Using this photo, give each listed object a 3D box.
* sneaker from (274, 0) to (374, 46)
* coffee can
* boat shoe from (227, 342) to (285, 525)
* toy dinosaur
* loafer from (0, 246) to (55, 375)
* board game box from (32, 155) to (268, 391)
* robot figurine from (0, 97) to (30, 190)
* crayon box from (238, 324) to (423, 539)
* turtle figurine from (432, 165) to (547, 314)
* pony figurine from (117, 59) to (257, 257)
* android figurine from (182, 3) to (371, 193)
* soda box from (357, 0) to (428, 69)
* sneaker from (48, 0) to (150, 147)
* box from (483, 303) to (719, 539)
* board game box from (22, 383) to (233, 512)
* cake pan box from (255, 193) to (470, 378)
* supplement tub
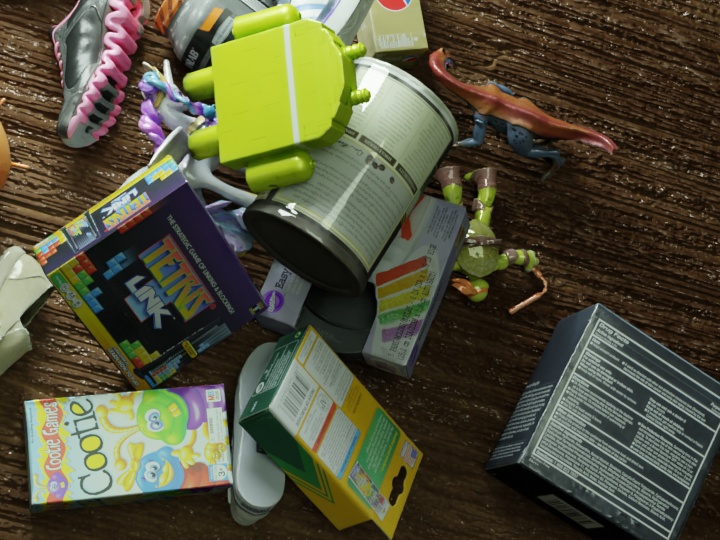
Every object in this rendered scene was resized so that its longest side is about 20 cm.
[{"bbox_3d":[-0.077,-0.274,1.528,0.145,0.081,0.202,27,76,11],"label":"sneaker"},{"bbox_3d":[-0.009,-0.096,1.516,0.146,0.146,0.201,34,73,-4],"label":"coffee can"},{"bbox_3d":[-0.106,0.172,1.539,0.070,0.070,0.202,14,53,-16],"label":"boat shoe"},{"bbox_3d":[0.164,-0.191,1.653,0.181,0.198,0.106,39,51,-35],"label":"toy dinosaur"},{"bbox_3d":[-0.369,0.073,1.494,0.068,0.076,0.202,22,73,-2],"label":"loafer"},{"bbox_3d":[-0.206,0.009,1.478,0.164,0.201,0.057,-34,44,-4],"label":"board game box"},{"bbox_3d":[-0.444,-0.112,1.496,0.198,0.118,0.144,-19,40,-17],"label":"robot figurine"},{"bbox_3d":[-0.028,0.173,1.519,0.200,0.051,0.126,49,39,-20],"label":"crayon box"},{"bbox_3d":[0.115,-0.033,1.642,0.197,0.064,0.164,-3,78,-14],"label":"turtle figurine"},{"bbox_3d":[-0.182,-0.105,1.555,0.199,0.166,0.195,35,60,-16],"label":"pony figurine"},{"bbox_3d":[-0.082,-0.173,1.446,0.198,0.041,0.185,-13,76,23],"label":"android figurine"},{"bbox_3d":[0.024,-0.333,1.686,0.063,0.068,0.203,-6,79,-15],"label":"soda box"},{"bbox_3d":[-0.299,-0.229,1.592,0.094,0.079,0.202,13,73,12],"label":"sneaker"},{"bbox_3d":[0.275,0.179,1.603,0.199,0.123,0.200,33,73,-7],"label":"box"},{"bbox_3d":[-0.237,0.180,1.487,0.197,0.103,0.106,-4,78,-15],"label":"board game box"},{"bbox_3d":[0.000,0.000,1.584,0.182,0.052,0.202,19,72,15],"label":"cake pan box"},{"bbox_3d":[-0.119,-0.246,1.603,0.199,0.123,0.123,36,72,-3],"label":"supplement tub"}]
